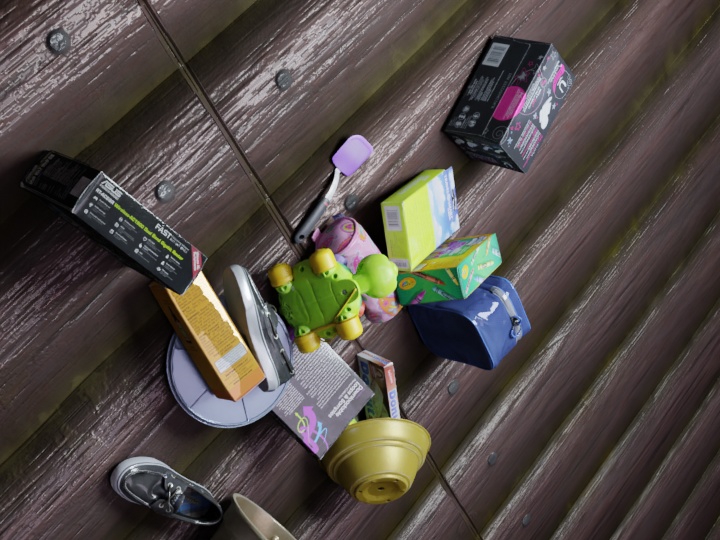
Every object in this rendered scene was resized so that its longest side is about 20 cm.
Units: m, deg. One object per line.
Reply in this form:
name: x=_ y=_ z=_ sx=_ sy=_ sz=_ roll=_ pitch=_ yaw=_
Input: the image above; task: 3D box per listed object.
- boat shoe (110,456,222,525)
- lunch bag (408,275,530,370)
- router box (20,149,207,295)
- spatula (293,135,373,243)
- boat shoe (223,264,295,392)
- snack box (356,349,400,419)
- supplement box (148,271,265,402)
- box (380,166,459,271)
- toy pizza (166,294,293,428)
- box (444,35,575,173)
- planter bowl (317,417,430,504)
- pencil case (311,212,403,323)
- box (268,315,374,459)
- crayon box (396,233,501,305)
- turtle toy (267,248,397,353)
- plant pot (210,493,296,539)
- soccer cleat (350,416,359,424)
boat shoe: x=-0.282 y=0.338 z=1.413 sx=0.200 sy=0.066 sz=0.070 roll=43 pitch=74 yaw=-43
lunch bag: x=0.204 y=0.078 z=1.688 sx=0.132 sy=0.200 sz=0.136 roll=-43 pitch=124 yaw=-27
router box: x=-0.308 y=-0.060 z=1.190 sx=0.062 sy=0.150 sz=0.200 roll=-57 pitch=134 yaw=-12
spatula: x=-0.049 y=-0.127 z=1.502 sx=0.057 sy=0.021 sz=0.200 roll=42 pitch=76 yaw=-45
boat shoe: x=-0.149 y=0.080 z=1.394 sx=0.057 sy=0.069 sz=0.201 roll=-24 pitch=108 yaw=-28
snack box: x=0.037 y=0.240 z=1.676 sx=0.024 sy=0.072 sz=0.201 roll=-27 pitch=121 yaw=-34
supplement box: x=-0.218 y=0.088 z=1.349 sx=0.069 sy=0.066 sz=0.200 roll=-40 pitch=111 yaw=-27
box: x=0.104 y=-0.092 z=1.601 sx=0.200 sy=0.048 sz=0.122 roll=-39 pitch=126 yaw=-53
toy pizza: x=-0.196 y=0.135 z=1.422 sx=0.200 sy=0.032 sz=0.201 roll=-1 pitch=92 yaw=-27
box: x=0.262 y=-0.291 z=1.660 sx=0.115 sy=0.132 sz=0.200 roll=37 pitch=79 yaw=-48
planter bowl: x=0.029 y=0.342 z=1.619 sx=0.200 sy=0.084 sz=0.201 roll=-6 pitch=138 yaw=-5
pencil case: x=0.000 y=0.000 z=1.551 sx=0.088 sy=0.087 sz=0.200 roll=-53 pitch=133 yaw=-16
box: x=-0.090 y=0.182 z=1.509 sx=0.200 sy=0.036 sz=0.143 roll=48 pitch=69 yaw=-14
crayon box: x=0.152 y=-0.004 z=1.614 sx=0.200 sy=0.118 sz=0.058 roll=-35 pitch=113 yaw=-58
turtle toy: x=-0.038 y=0.033 z=1.443 sx=0.146 sy=0.199 sz=0.101 roll=69 pitch=24 yaw=-6
plant pot: x=-0.187 y=0.488 z=1.486 sx=0.184 sy=0.200 sz=0.200 roll=-48 pitch=132 yaw=-6
soccer cleat: x=-0.054 y=0.258 z=1.617 sx=0.084 sy=0.065 sz=0.200 roll=-36 pitch=133 yaw=0
